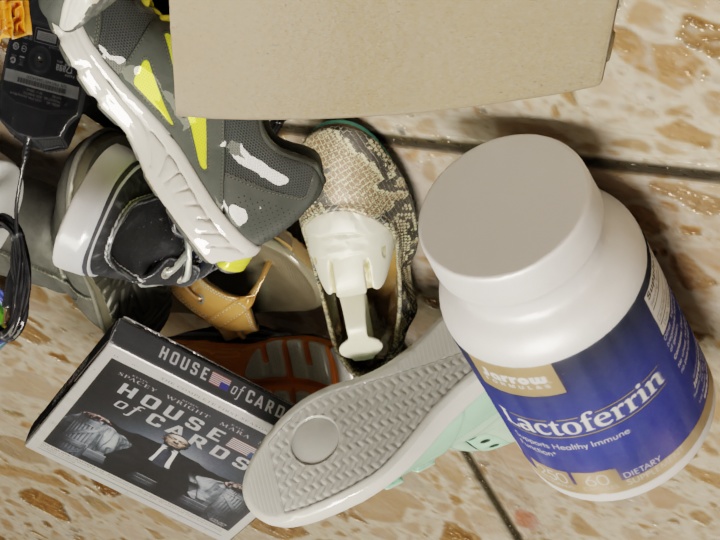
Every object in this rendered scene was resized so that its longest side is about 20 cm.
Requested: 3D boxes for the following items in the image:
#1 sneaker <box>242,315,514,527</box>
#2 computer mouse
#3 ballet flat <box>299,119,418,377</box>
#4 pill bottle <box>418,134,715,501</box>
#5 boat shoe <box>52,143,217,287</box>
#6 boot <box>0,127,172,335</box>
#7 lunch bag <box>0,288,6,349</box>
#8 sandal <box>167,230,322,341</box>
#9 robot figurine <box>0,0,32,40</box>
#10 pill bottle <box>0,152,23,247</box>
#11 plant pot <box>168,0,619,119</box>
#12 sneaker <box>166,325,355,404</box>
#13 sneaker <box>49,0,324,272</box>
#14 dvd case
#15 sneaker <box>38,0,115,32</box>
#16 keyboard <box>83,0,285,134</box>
[{"bbox_3d":[0.031,0.101,1.609,0.074,0.200,0.118,53,175,31],"label":"sneaker"},{"bbox_3d":[-0.178,-0.059,1.528,0.058,0.201,0.034,19,-168,25],"label":"computer mouse"},{"bbox_3d":[0.000,0.000,1.564,0.067,0.076,0.200,2,148,8],"label":"ballet flat"},{"bbox_3d":[0.109,0.025,1.473,0.115,0.116,0.200,7,147,32],"label":"pill bottle"},{"bbox_3d":[-0.110,-0.021,1.510,0.068,0.072,0.200,25,-176,10],"label":"boat shoe"},{"bbox_3d":[-0.210,-0.048,1.664,0.200,0.072,0.182,33,144,28],"label":"boot"},{"bbox_3d":[-0.348,0.019,1.859,0.200,0.128,0.170,45,152,-9],"label":"lunch bag"},{"bbox_3d":[-0.092,0.013,1.690,0.199,0.054,0.080,-6,139,46],"label":"sandal"},{"bbox_3d":[-0.238,-0.154,1.460,0.058,0.146,0.199,-8,-175,-39],"label":"robot figurine"},{"bbox_3d":[-0.297,-0.074,1.595,0.200,0.114,0.114,34,157,20],"label":"pill bottle"},{"bbox_3d":[0.030,-0.177,1.120,0.176,0.201,0.200,12,152,4],"label":"plant pot"},{"bbox_3d":[-0.047,0.067,1.730,0.199,0.077,0.079,9,108,25],"label":"sneaker"},{"bbox_3d":[-0.091,-0.101,1.430,0.200,0.084,0.074,57,-173,-10],"label":"sneaker"},{"bbox_3d":[-0.114,0.102,1.705,0.150,0.025,0.200,27,152,-10],"label":"dvd case"},{"bbox_3d":[-0.125,-0.203,1.312,0.084,0.074,0.200,34,133,10],"label":"sneaker"},{"bbox_3d":[-0.089,-0.105,1.520,0.127,0.021,0.200,34,153,-4],"label":"keyboard"}]
